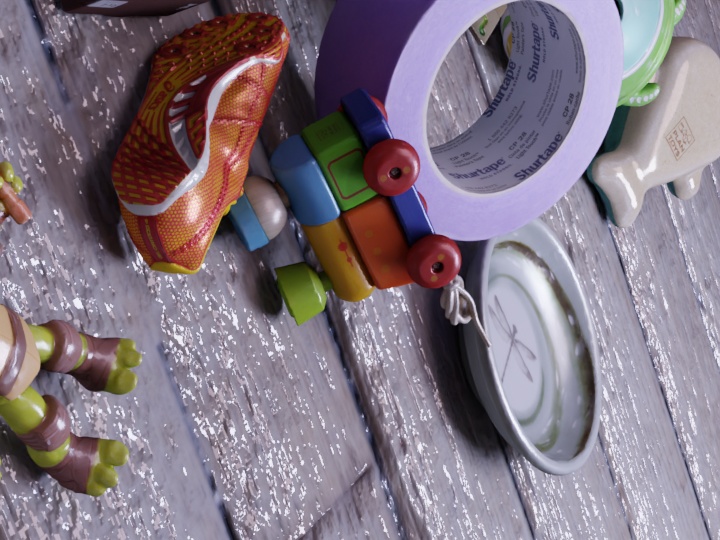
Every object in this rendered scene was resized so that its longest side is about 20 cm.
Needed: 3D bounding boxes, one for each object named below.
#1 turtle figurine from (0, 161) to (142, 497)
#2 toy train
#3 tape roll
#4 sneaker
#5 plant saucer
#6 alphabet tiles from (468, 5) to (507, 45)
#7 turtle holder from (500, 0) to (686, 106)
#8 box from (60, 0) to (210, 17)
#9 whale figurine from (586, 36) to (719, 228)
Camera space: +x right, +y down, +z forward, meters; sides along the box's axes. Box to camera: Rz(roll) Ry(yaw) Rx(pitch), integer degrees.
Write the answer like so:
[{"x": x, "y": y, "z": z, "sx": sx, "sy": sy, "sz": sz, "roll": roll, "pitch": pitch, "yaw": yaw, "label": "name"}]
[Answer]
[{"x": -0.165, "y": 0.048, "z": 0.756, "sx": 0.161, "sy": 0.064, "sz": 0.202, "roll": 45, "pitch": 33, "yaw": -54, "label": "turtle figurine"}, {"x": 0.000, "y": 0.000, "z": 1.022, "sx": 0.201, "sy": 0.115, "sz": 0.085, "roll": 64, "pitch": -2, "yaw": -32, "label": "toy train"}, {"x": 0.074, "y": -0.128, "z": 1.108, "sx": 0.198, "sy": 0.085, "sz": 0.202, "roll": -17, "pitch": 123, "yaw": -29, "label": "tape roll"}, {"x": -0.091, "y": -0.079, "z": 0.954, "sx": 0.201, "sy": 0.072, "sz": 0.078, "roll": -65, "pitch": 155, "yaw": -42, "label": "sneaker"}, {"x": 0.119, "y": 0.057, "z": 1.257, "sx": 0.200, "sy": 0.050, "sz": 0.202, "roll": 33, "pitch": 50, "yaw": -50, "label": "plant saucer"}, {"x": 0.071, "y": -0.269, "z": 1.216, "sx": 0.167, "sy": 0.006, "sz": 0.201, "roll": 53, "pitch": 48, "yaw": -26, "label": "alphabet tiles"}, {"x": 0.172, "y": -0.198, "z": 1.391, "sx": 0.131, "sy": 0.186, "sz": 0.141, "roll": 19, "pitch": 30, "yaw": -56, "label": "turtle holder"}, {"x": -0.134, "y": -0.248, "z": 0.927, "sx": 0.100, "sy": 0.074, "sz": 0.202, "roll": -14, "pitch": 92, "yaw": -61, "label": "box"}, {"x": 0.265, "y": -0.130, "z": 1.565, "sx": 0.200, "sy": 0.103, "sz": 0.160, "roll": -50, "pitch": 124, "yaw": -26, "label": "whale figurine"}]
